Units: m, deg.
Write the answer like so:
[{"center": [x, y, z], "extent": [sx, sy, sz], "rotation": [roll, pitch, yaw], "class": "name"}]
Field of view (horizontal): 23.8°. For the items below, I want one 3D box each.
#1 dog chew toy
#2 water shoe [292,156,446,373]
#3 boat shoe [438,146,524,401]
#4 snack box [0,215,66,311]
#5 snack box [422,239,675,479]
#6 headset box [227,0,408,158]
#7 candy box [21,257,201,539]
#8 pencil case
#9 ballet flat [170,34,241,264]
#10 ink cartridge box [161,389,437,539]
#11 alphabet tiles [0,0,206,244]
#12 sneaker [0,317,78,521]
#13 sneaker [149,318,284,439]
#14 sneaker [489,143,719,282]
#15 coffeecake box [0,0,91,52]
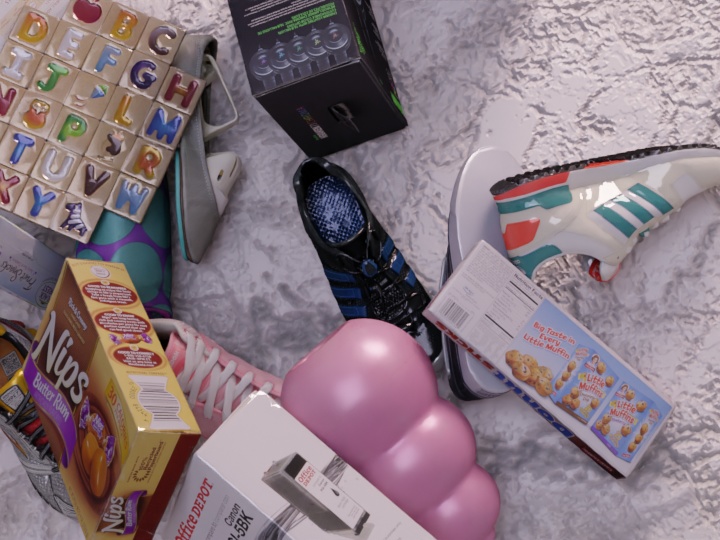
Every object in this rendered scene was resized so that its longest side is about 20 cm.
[{"center": [0.030, 0.136, 1.308], "extent": [0.124, 0.125, 0.200], "rotation": [-39, 92, 2], "class": "dog chew toy"}, {"center": [0.000, 0.000, 1.370], "extent": [0.071, 0.079, 0.201], "rotation": [-34, 72, 4], "class": "water shoe"}, {"center": [0.094, 0.004, 1.353], "extent": [0.071, 0.068, 0.202], "rotation": [5, 76, -25], "class": "boat shoe"}, {"center": [-0.331, -0.034, 1.394], "extent": [0.142, 0.200, 0.053], "rotation": [28, 84, 18], "class": "snack box"}, {"center": [0.144, 0.068, 1.300], "extent": [0.200, 0.024, 0.072], "rotation": [40, 73, -5], "class": "snack box"}, {"center": [-0.043, -0.203, 1.379], "extent": [0.092, 0.174, 0.201], "rotation": [-18, 73, 9], "class": "headset box"}, {"center": [-0.192, 0.097, 1.290], "extent": [0.117, 0.056, 0.200], "rotation": [-63, 39, 29], "class": "candy box"}, {"center": [-0.207, -0.049, 1.429], "extent": [0.092, 0.085, 0.201], "rotation": [-8, 76, 10], "class": "pencil case"}, {"center": [-0.131, -0.106, 1.436], "extent": [0.063, 0.067, 0.201], "rotation": [-9, 76, 0], "class": "ballet flat"}, {"center": [-0.042, 0.208, 1.274], "extent": [0.200, 0.147, 0.083], "rotation": [39, 53, 11], "class": "ink cartridge box"}, {"center": [-0.228, -0.129, 1.399], "extent": [0.166, 0.006, 0.201], "rotation": [23, 76, 1], "class": "alphabet tiles"}, {"center": [-0.270, 0.123, 1.404], "extent": [0.078, 0.082, 0.200], "rotation": [-39, 72, 2], "class": "sneaker"}, {"center": [-0.114, 0.099, 1.362], "extent": [0.199, 0.105, 0.076], "rotation": [26, 82, 16], "class": "sneaker"}, {"center": [0.201, -0.043, 1.332], "extent": [0.198, 0.070, 0.094], "rotation": [-11, 95, -13], "class": "sneaker"}, {"center": [-0.322, -0.213, 1.449], "extent": [0.154, 0.073, 0.200], "rotation": [-46, 108, -1], "class": "coffeecake box"}]
